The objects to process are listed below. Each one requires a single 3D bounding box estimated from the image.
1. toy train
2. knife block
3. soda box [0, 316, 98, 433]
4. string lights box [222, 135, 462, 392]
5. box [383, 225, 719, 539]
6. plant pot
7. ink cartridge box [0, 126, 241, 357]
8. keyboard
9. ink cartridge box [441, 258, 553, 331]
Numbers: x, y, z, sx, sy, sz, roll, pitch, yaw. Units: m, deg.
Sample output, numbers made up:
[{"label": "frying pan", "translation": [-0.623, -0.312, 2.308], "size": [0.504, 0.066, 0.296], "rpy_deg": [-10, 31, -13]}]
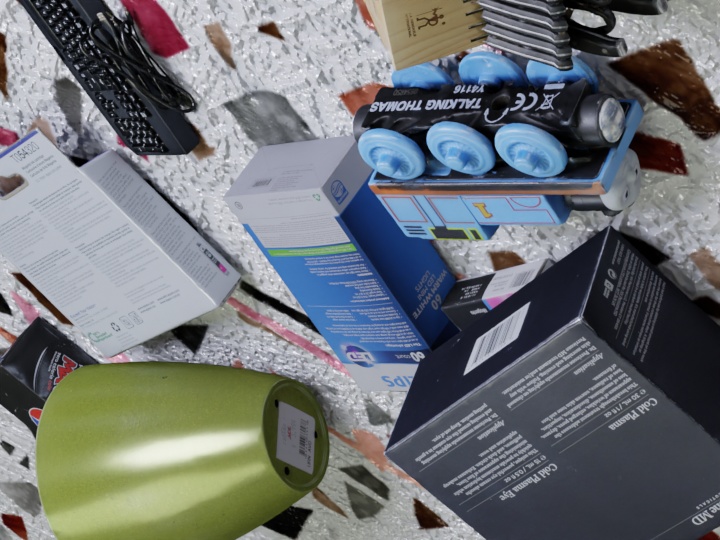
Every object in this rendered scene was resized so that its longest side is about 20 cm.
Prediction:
[{"label": "toy train", "translation": [0.089, -0.076, 1.388], "size": [0.199, 0.087, 0.114], "rpy_deg": [1, 144, 38]}, {"label": "knife block", "translation": [0.082, -0.191, 1.275], "size": [0.064, 0.175, 0.200], "rpy_deg": [77, 173, -46]}, {"label": "soda box", "translation": [-0.236, 0.134, 1.962], "size": [0.200, 0.063, 0.071], "rpy_deg": [39, 147, -9]}, {"label": "string lights box", "translation": [0.000, 0.000, 1.582], "size": [0.102, 0.059, 0.200], "rpy_deg": [-2, 132, 44]}, {"label": "box", "translation": [0.153, 0.104, 1.483], "size": [0.182, 0.104, 0.200], "rpy_deg": [42, 129, -14]}, {"label": "plant pot", "translation": [-0.131, 0.151, 1.812], "size": [0.199, 0.188, 0.187], "rpy_deg": [-15, 125, 32]}, {"label": "ink cartridge box", "translation": [-0.217, -0.028, 1.757], "size": [0.200, 0.043, 0.196], "rpy_deg": [47, 147, -14]}, {"label": "keyboard", "translation": [-0.193, -0.152, 1.577], "size": [0.104, 0.040, 0.200], "rpy_deg": [-3, 133, 45]}, {"label": "ink cartridge box", "translation": [0.153, 0.078, 1.572], "size": [0.200, 0.037, 0.094], "rpy_deg": [47, 145, -22]}]
